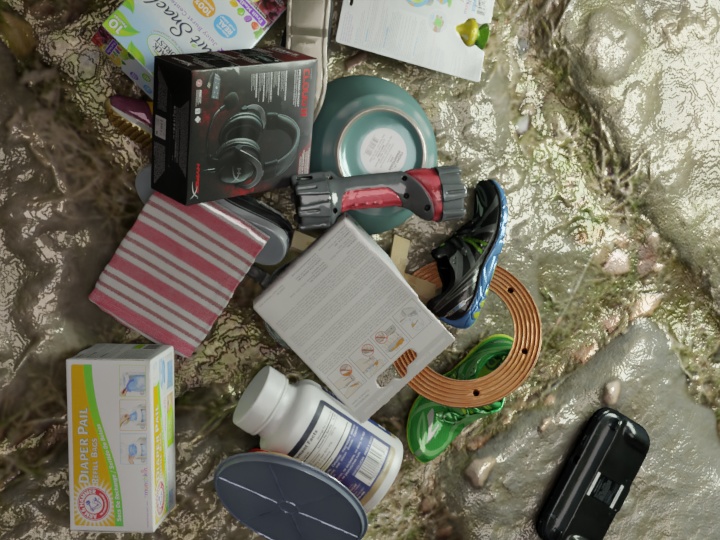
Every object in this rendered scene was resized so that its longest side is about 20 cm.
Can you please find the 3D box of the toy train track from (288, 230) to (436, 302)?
[{"bbox_3d":[0.000,0.000,1.458,0.198,0.033,0.116,21,62,-17],"label":"toy train track"}]

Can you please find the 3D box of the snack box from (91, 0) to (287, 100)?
[{"bbox_3d":[-0.194,-0.289,1.352,0.142,0.053,0.201,43,62,-13],"label":"snack box"}]

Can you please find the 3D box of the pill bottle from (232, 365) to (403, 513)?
[{"bbox_3d":[-0.055,0.205,1.433,0.199,0.111,0.112,35,86,-14],"label":"pill bottle"}]

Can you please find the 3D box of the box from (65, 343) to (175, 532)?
[{"bbox_3d":[-0.279,0.195,1.366,0.100,0.113,0.203,0,96,4],"label":"box"}]

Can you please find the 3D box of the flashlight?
[{"bbox_3d":[0.021,-0.080,1.345,0.197,0.068,0.069,-8,126,-12],"label":"flashlight"}]

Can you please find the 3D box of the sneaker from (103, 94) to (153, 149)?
[{"bbox_3d":[-0.205,-0.179,1.390,0.198,0.075,0.091,24,80,-20],"label":"sneaker"}]

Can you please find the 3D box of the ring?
[{"bbox_3d":[0.130,0.078,1.471,0.197,0.019,0.203,-2,66,4],"label":"ring"}]

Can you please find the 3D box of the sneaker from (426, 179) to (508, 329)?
[{"bbox_3d":[0.134,-0.029,1.463,0.082,0.071,0.202,19,73,0],"label":"sneaker"}]

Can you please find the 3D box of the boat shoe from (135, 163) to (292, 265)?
[{"bbox_3d":[-0.171,-0.079,1.393,0.197,0.068,0.074,22,124,-5],"label":"boat shoe"}]

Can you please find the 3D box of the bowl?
[{"bbox_3d":[0.013,-0.141,1.424,0.198,0.105,0.204,-1,95,-13],"label":"bowl"}]

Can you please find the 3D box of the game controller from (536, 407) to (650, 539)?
[{"bbox_3d":[0.317,0.289,1.574,0.104,0.042,0.202,30,88,-29],"label":"game controller"}]

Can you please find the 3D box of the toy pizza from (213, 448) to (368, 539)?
[{"bbox_3d":[-0.083,0.276,1.412,0.199,0.200,0.032,33,49,-14],"label":"toy pizza"}]

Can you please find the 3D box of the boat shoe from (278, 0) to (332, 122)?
[{"bbox_3d":[-0.070,-0.249,1.402,0.072,0.063,0.203,11,99,2],"label":"boat shoe"}]

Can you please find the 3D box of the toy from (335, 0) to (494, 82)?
[{"bbox_3d":[0.066,-0.314,1.452,0.197,0.047,0.117,12,89,-18],"label":"toy"}]

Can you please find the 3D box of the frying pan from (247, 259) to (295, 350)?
[{"bbox_3d":[-0.105,0.036,1.446,0.187,0.031,0.117,10,89,-12],"label":"frying pan"}]

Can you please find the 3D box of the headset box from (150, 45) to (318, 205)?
[{"bbox_3d":[-0.133,-0.167,1.306,0.198,0.077,0.151,-13,118,-42],"label":"headset box"}]

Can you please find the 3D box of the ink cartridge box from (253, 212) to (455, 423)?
[{"bbox_3d":[-0.008,0.057,1.406,0.161,0.050,0.200,-42,100,10],"label":"ink cartridge box"}]

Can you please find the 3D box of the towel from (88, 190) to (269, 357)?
[{"bbox_3d":[-0.217,-0.004,1.381,0.145,0.030,0.201,32,111,-13],"label":"towel"}]

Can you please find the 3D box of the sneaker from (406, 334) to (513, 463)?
[{"bbox_3d":[0.133,0.161,1.489,0.074,0.084,0.200,43,85,-14],"label":"sneaker"}]
